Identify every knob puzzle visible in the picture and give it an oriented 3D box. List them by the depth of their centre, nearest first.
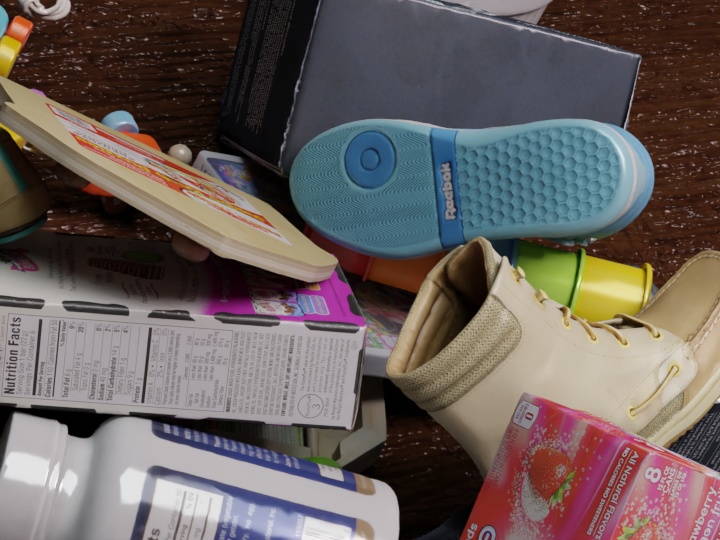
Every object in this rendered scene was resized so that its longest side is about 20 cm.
[{"bbox_3d":[-0.100,-0.032,1.238,0.219,0.030,0.220,28,6,-3],"label":"knob puzzle"}]

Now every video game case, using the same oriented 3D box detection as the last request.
[{"bbox_3d":[0.000,0.000,1.437,0.143,0.018,0.200,8,31,-40],"label":"video game case"}]

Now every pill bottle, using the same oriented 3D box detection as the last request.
[{"bbox_3d":[-0.090,0.136,1.217,0.200,0.111,0.111,16,40,-11],"label":"pill bottle"}]

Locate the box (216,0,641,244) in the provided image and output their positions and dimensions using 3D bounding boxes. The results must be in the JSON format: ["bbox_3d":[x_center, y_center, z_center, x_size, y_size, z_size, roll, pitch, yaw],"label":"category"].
[{"bbox_3d":[0.036,-0.105,1.472,0.200,0.124,0.197,12,8,-16],"label":"box"}]

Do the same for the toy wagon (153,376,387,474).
[{"bbox_3d":[-0.084,0.058,1.363,0.200,0.040,0.155,12,41,-15],"label":"toy wagon"}]

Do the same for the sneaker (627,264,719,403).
[{"bbox_3d":[0.239,0.059,1.481,0.200,0.081,0.074,41,3,12],"label":"sneaker"}]

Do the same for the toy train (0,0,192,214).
[{"bbox_3d":[-0.200,-0.099,1.470,0.150,0.056,0.200,0,44,-40],"label":"toy train"}]

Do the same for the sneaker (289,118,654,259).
[{"bbox_3d":[0.070,-0.045,1.353,0.200,0.080,0.131,2,2,22],"label":"sneaker"}]

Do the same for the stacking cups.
[{"bbox_3d":[0.063,0.004,1.387,0.200,0.061,0.061,13,40,-3],"label":"stacking cups"}]

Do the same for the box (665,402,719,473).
[{"bbox_3d":[0.240,0.150,1.255,0.148,0.200,0.107,46,61,-18],"label":"box"}]

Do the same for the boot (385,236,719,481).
[{"bbox_3d":[0.114,0.030,1.286,0.200,0.073,0.155,-49,116,-16],"label":"boot"}]

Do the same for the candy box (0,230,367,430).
[{"bbox_3d":[-0.105,0.029,1.256,0.200,0.061,0.136,5,15,-9],"label":"candy box"}]

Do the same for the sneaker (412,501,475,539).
[{"bbox_3d":[0.058,0.178,1.297,0.066,0.079,0.200,28,19,22],"label":"sneaker"}]

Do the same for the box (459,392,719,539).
[{"bbox_3d":[0.101,0.174,1.178,0.095,0.200,0.100,23,1,-38],"label":"box"}]

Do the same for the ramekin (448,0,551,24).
[{"bbox_3d":[0.038,-0.209,1.662,0.200,0.105,0.200,14,38,-11],"label":"ramekin"}]

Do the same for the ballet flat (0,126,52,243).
[{"bbox_3d":[-0.239,-0.041,1.280,0.069,0.200,0.063,-41,113,-44],"label":"ballet flat"}]
